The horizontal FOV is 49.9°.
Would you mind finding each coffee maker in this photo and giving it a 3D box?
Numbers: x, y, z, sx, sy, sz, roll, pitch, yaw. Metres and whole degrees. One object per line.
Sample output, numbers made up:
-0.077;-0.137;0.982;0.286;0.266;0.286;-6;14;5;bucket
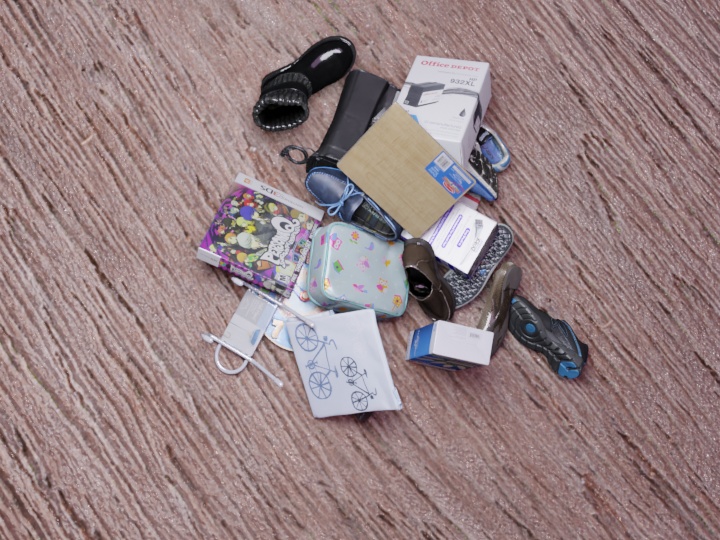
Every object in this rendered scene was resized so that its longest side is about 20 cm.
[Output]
-0.018;-0.265;1.441;0.190;0.134;0.203;29;66;-24;coffee maker

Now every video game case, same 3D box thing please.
-0.175;-0.066;1.397;0.179;0.036;0.202;24;51;-4;video game case

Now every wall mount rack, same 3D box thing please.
-0.178;0.107;1.368;0.172;0.075;0.202;29;89;5;wall mount rack

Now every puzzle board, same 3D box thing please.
0.079;-0.168;1.333;0.199;0.017;0.151;40;111;-17;puzzle board

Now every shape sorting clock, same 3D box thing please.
-0.105;0.049;1.433;0.196;0.039;0.204;2;80;-11;shape sorting clock

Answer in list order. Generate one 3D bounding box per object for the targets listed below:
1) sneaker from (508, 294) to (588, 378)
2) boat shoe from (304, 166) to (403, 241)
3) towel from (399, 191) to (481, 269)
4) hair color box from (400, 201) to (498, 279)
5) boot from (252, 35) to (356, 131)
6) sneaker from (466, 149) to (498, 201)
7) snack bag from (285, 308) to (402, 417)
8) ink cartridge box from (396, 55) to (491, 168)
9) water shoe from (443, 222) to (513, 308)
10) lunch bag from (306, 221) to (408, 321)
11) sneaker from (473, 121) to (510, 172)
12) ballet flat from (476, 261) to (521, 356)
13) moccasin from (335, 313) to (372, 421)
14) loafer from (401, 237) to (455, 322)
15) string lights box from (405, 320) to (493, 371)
0.360;0.119;1.508;0.200;0.073;0.082;46;48;2;sneaker
-0.008;-0.121;1.373;0.197;0.069;0.085;24;116;-6;boat shoe
0.154;-0.122;1.521;0.142;0.023;0.203;25;78;-7;towel
0.145;-0.082;1.436;0.198;0.065;0.110;31;87;19;hair color box
-0.098;-0.337;1.410;0.209;0.159;0.080;-29;118;14;boot
0.186;-0.192;1.494;0.198;0.089;0.079;32;42;-21;sneaker
-0.031;0.160;1.352;0.021;0.198;0.192;-26;102;-55;snack bag
0.142;-0.285;1.395;0.143;0.084;0.202;11;58;19;ink cartridge box
0.223;-0.005;1.493;0.071;0.079;0.200;43;101;2;water shoe
0.000;0.000;1.415;0.198;0.077;0.163;16;69;-33;lunch bag
0.222;-0.277;1.535;0.200;0.072;0.072;44;77;0;sneaker
0.253;0.078;1.477;0.067;0.046;0.203;6;104;-40;ballet flat
-0.026;0.177;1.411;0.073;0.077;0.204;-29;103;-30;moccasin
0.116;0.033;1.418;0.201;0.072;0.072;61;41;-36;loafer
0.154;0.137;1.386;0.101;0.200;0.060;13;78;-8;string lights box
